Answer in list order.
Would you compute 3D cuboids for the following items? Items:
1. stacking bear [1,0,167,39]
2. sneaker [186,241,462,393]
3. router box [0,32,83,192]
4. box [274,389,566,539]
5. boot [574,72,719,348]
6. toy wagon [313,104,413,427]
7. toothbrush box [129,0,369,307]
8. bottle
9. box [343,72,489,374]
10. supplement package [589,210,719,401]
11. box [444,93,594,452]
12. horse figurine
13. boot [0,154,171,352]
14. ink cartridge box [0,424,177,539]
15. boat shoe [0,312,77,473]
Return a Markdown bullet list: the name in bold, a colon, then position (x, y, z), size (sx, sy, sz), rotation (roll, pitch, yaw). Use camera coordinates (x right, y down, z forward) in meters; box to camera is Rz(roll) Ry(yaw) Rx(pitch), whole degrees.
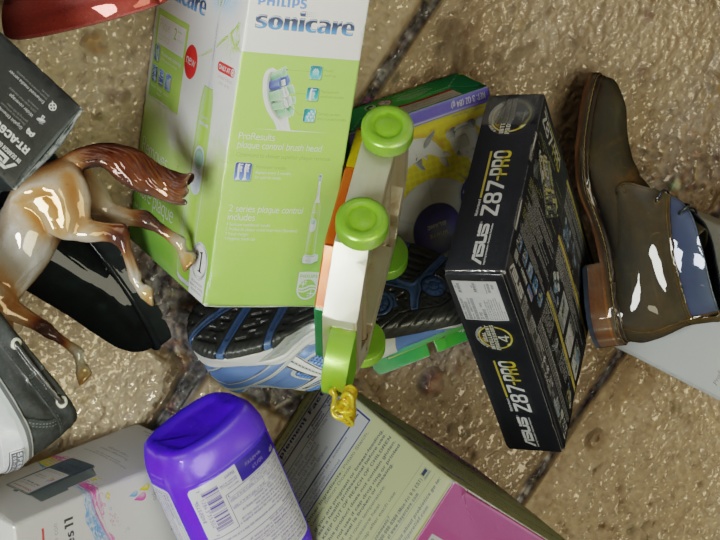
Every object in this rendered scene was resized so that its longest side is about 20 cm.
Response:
- **stacking bear**: position (-0.186, -0.247, 1.063), size (0.113, 0.122, 0.202), rotation (-15, 107, 5)
- **sneaker**: position (-0.017, 0.035, 1.257), size (0.198, 0.076, 0.077), rotation (-9, 144, 2)
- **router box**: position (-0.261, -0.128, 1.008), size (0.200, 0.150, 0.062), rotation (44, 75, -18)
- **box**: position (0.049, 0.183, 1.289), size (0.175, 0.200, 0.097), rotation (34, 91, -33)
- **boot**: position (0.211, -0.048, 1.324), size (0.075, 0.096, 0.202), rotation (6, 80, -67)
- **toy wagon**: position (0.000, 0.000, 1.139), size (0.156, 0.039, 0.202), rotation (90, 14, -58)
- **toothbrush box**: position (-0.075, -0.094, 1.154), size (0.085, 0.145, 0.202), rotation (2, 108, -28)
- **bottle**: position (-0.075, 0.182, 1.222), size (0.083, 0.065, 0.201), rotation (-36, 119, -27)
- **box**: position (0.047, -0.026, 1.304), size (0.116, 0.048, 0.202), rotation (-21, 118, -20)
- **supplement package**: position (0.293, 0.038, 1.356), size (0.117, 0.199, 0.118), rotation (11, 104, -51)
- **box**: position (0.116, 0.004, 1.271), size (0.201, 0.049, 0.162), rotation (66, 34, -46)
- **horse figurine**: position (-0.187, -0.007, 1.091), size (0.132, 0.050, 0.200), rotation (44, 94, -2)
- **boot**: position (-0.232, 0.013, 1.150), size (0.162, 0.073, 0.199), rotation (-39, 115, -13)
- **ink cartridge box**: position (-0.199, 0.189, 1.198), size (0.199, 0.067, 0.118), rotation (-19, 118, -44)
- **boat shoe**: position (-0.233, 0.020, 1.042), size (0.056, 0.069, 0.201), rotation (-29, 84, -31)
